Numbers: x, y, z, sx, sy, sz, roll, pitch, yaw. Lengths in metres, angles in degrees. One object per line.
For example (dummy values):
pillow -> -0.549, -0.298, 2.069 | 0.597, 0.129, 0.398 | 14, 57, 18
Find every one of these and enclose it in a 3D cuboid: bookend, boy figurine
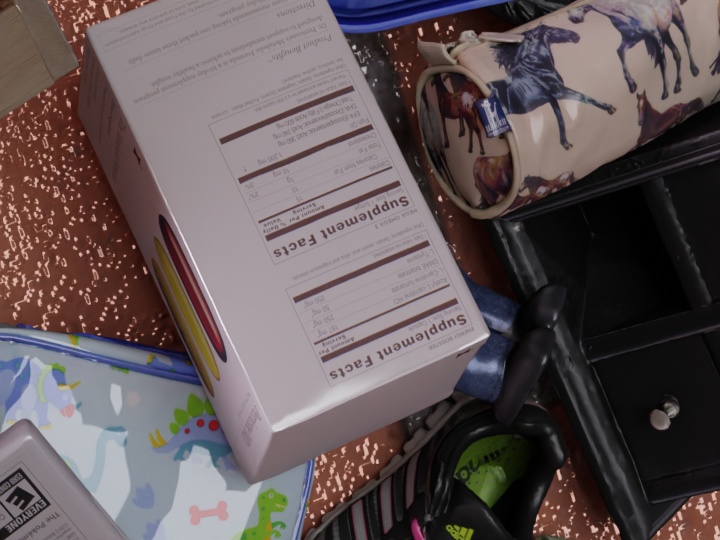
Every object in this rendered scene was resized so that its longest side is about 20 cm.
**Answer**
bookend -> 0.192, 0.018, 1.294 | 0.092, 0.198, 0.201 | -35, 104, -50
boy figurine -> 0.000, 0.000, 1.277 | 0.199, 0.065, 0.125 | 26, 43, -2

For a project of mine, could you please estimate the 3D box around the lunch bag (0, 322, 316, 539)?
lunch bag -> -0.125, 0.110, 1.223 | 0.199, 0.082, 0.162 | 13, 86, -22

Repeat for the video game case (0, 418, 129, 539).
video game case -> -0.175, 0.191, 1.160 | 0.199, 0.022, 0.183 | -36, 114, 0

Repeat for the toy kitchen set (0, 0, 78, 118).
toy kitchen set -> -0.201, -0.183, 1.132 | 0.163, 0.180, 0.201 | -36, 114, -21

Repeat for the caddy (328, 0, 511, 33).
caddy -> 0.026, -0.193, 1.258 | 0.198, 0.105, 0.142 | -13, 96, 0

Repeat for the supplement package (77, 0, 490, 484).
supplement package -> -0.039, -0.023, 1.178 | 0.109, 0.114, 0.201 | -23, 77, -14

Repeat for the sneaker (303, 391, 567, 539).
sneaker -> 0.033, 0.135, 1.290 | 0.074, 0.087, 0.200 | 46, 72, -16

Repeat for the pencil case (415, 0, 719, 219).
pencil case -> 0.122, -0.103, 1.250 | 0.199, 0.078, 0.090 | -28, 122, -23

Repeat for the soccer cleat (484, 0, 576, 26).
soccer cleat -> 0.118, -0.147, 1.355 | 0.199, 0.073, 0.069 | 29, 96, -3

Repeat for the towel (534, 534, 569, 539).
towel -> 0.123, 0.251, 1.354 | 0.148, 0.036, 0.201 | 20, 81, -23
